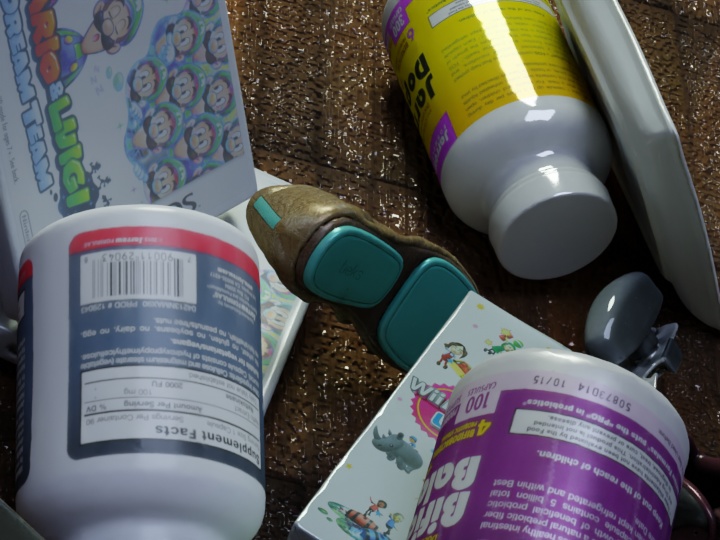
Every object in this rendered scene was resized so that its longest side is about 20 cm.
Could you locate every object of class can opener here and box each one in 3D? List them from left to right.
[{"bbox_3d":[0.128,0.078,1.422,0.067,0.053,0.200,51,35,-17],"label":"can opener"}]

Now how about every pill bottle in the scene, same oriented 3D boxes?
[{"bbox_3d":[-0.105,0.082,1.245,0.119,0.120,0.200,7,64,-20],"label":"pill bottle"},{"bbox_3d":[0.086,-0.092,1.549,0.104,0.104,0.200,2,46,-25],"label":"pill bottle"},{"bbox_3d":[0.068,0.142,1.108,0.112,0.112,0.200,22,55,-5],"label":"pill bottle"}]

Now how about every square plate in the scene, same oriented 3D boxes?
[{"bbox_3d":[0.159,-0.085,1.541,0.028,0.198,0.200,-21,51,2],"label":"square plate"}]

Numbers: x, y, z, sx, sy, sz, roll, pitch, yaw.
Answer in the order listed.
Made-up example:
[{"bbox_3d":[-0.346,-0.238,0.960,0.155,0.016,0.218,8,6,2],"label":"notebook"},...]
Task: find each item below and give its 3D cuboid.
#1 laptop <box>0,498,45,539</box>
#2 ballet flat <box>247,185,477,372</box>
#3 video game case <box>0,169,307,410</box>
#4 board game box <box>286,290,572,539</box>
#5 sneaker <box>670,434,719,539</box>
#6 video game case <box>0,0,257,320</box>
[{"bbox_3d":[-0.193,0.207,1.129,0.187,0.116,0.200,-32,93,-21],"label":"laptop"},{"bbox_3d":[0.000,0.000,1.377,0.072,0.068,0.200,40,6,33],"label":"ballet flat"},{"bbox_3d":[-0.117,-0.005,1.409,0.182,0.024,0.200,24,41,-3],"label":"video game case"},{"bbox_3d":[0.016,0.125,1.260,0.064,0.148,0.200,30,42,7],"label":"board game box"},{"bbox_3d":[0.169,0.168,1.253,0.076,0.116,0.200,-8,61,-28],"label":"sneaker"},{"bbox_3d":[-0.132,-0.099,1.339,0.024,0.200,0.182,9,29,39],"label":"video game case"}]
